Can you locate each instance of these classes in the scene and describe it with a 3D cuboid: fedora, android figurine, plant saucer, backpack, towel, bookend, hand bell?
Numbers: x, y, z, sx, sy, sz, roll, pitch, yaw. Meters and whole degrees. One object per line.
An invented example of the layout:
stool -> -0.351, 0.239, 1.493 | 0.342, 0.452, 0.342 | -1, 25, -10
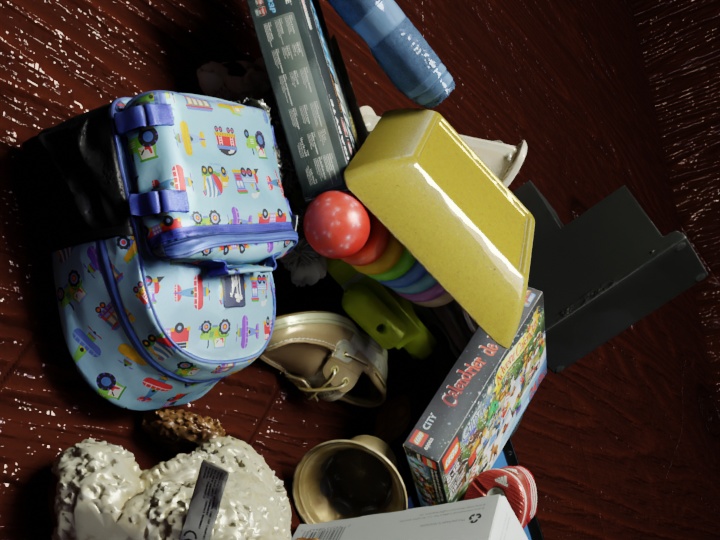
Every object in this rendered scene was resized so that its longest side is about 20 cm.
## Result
fedora -> 0.110, 0.104, 1.046 | 0.200, 0.091, 0.202 | 27, 54, -44
android figurine -> 0.000, 0.000, 0.902 | 0.200, 0.041, 0.182 | 47, 12, -28
plant saucer -> 0.088, -0.056, 0.809 | 0.200, 0.048, 0.200 | 46, 26, -10
backpack -> -0.128, -0.009, 0.653 | 0.182, 0.134, 0.202 | 3, 73, -60
towel -> 0.009, -0.235, 0.843 | 0.200, 0.048, 0.112 | 50, 8, -11
bookend -> 0.241, -0.027, 1.036 | 0.092, 0.198, 0.201 | 38, 21, -47
hand bell -> 0.016, 0.166, 0.874 | 0.105, 0.103, 0.200 | 68, 20, -9

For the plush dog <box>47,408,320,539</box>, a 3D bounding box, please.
plush dog -> -0.095, 0.175, 0.625 | 0.172, 0.159, 0.202 | -77, 145, -80

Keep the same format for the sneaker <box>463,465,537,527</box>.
sneaker -> 0.123, 0.279, 0.874 | 0.115, 0.078, 0.201 | 6, 110, -62

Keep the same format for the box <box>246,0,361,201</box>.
box -> -0.044, -0.163, 0.820 | 0.159, 0.046, 0.202 | -37, 111, -82

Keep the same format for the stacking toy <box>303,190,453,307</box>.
stacking toy -> 0.022, -0.023, 0.791 | 0.199, 0.085, 0.086 | 17, 60, -57

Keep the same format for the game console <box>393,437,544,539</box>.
game console -> 0.096, 0.275, 0.913 | 0.176, 0.116, 0.202 | -25, 97, -61

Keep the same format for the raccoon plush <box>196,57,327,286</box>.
raccoon plush -> -0.091, -0.094, 0.825 | 0.134, 0.096, 0.201 | -75, 148, -57

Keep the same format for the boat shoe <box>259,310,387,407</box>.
boat shoe -> -0.028, 0.086, 0.840 | 0.199, 0.074, 0.067 | 22, 51, -55

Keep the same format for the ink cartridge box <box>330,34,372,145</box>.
ink cartridge box -> 0.005, -0.133, 0.958 | 0.145, 0.048, 0.202 | 164, -90, -74

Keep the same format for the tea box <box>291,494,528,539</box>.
tea box -> 0.051, 0.306, 0.730 | 0.198, 0.199, 0.134 | 63, 31, -20

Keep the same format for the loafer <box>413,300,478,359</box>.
loafer -> 0.121, 0.052, 0.950 | 0.200, 0.063, 0.072 | 45, 43, -29

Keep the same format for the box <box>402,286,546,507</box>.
box -> 0.115, 0.128, 0.871 | 0.200, 0.037, 0.137 | -53, 149, -28

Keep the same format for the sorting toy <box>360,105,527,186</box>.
sorting toy -> 0.099, -0.140, 1.106 | 0.180, 0.198, 0.108 | -57, 158, -62
